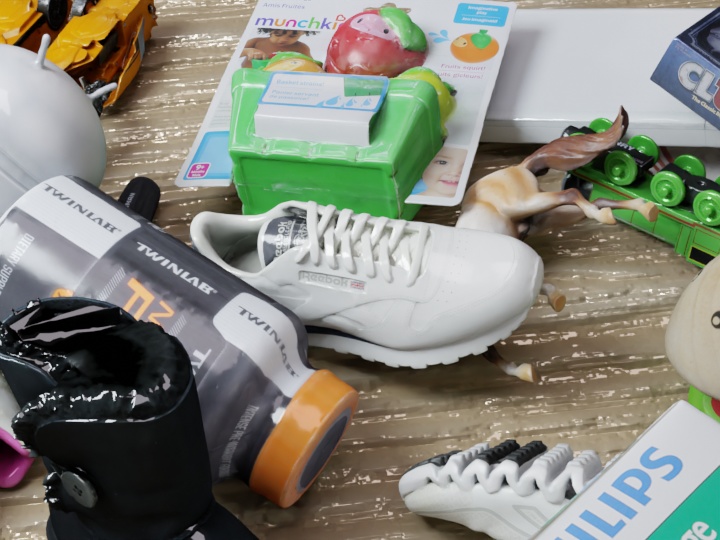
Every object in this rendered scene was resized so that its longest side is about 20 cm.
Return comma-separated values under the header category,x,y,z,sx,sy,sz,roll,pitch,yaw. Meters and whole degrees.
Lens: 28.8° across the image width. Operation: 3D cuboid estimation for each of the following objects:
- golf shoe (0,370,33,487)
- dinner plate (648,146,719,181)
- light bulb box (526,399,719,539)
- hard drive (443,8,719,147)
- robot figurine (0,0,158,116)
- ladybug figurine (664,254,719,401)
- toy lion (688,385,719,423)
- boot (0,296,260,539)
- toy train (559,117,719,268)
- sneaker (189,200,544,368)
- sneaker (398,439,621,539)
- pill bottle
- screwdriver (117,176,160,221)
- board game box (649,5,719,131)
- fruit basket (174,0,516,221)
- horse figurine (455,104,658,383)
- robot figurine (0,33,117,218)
category,x,y,z,sx,sy,sz,roll,pitch,yaw
golf shoe,-0.253,0.091,0.703,0.200,0.075,0.092,-18,56,-43
dinner plate,0.272,-0.092,0.925,0.199,0.024,0.201,-2,44,2
light bulb box,0.149,0.193,0.521,0.200,0.199,0.125,35,54,30
hard drive,0.159,-0.132,0.943,0.199,0.027,0.132,3,44,22
robot figurine,-0.224,-0.135,0.965,0.145,0.058,0.200,13,46,15
ladybug figurine,0.257,0.019,0.718,0.199,0.072,0.136,-5,30,-5
toy lion,0.279,0.084,0.730,0.199,0.069,0.192,-3,37,-1
boot,-0.082,0.111,0.634,0.200,0.168,0.076,30,53,27
toy train,0.204,-0.033,0.845,0.200,0.057,0.042,28,40,27
sneaker,0.000,0.000,0.766,0.199,0.081,0.077,-2,50,26
sneaker,0.110,0.127,0.681,0.199,0.081,0.075,3,4,26
pill bottle,-0.101,0.042,0.735,0.200,0.106,0.106,31,52,12
screwdriver,-0.162,0.012,0.833,0.029,0.028,0.200,31,44,-8
board game box,0.289,-0.090,0.844,0.200,0.035,0.135,40,44,15
fruit basket,-0.006,-0.121,0.901,0.185,0.094,0.200,6,54,15
horse figurine,0.086,-0.014,0.821,0.132,0.050,0.200,16,60,44
robot figurine,-0.226,-0.048,0.804,0.200,0.170,0.113,-46,75,6
